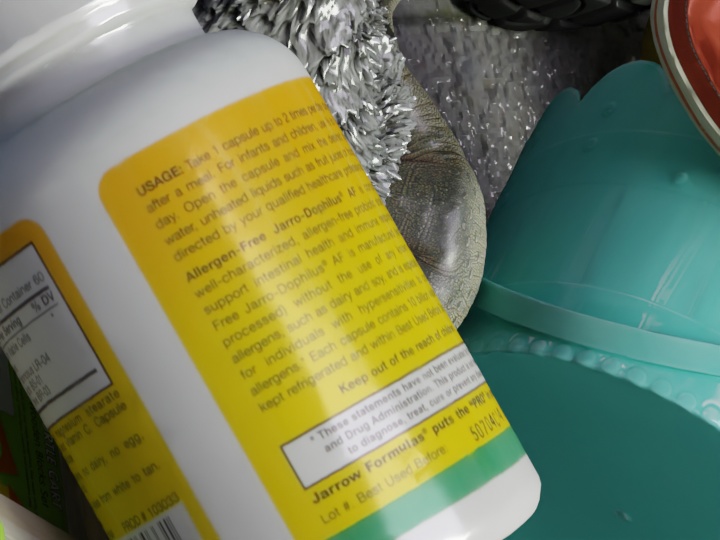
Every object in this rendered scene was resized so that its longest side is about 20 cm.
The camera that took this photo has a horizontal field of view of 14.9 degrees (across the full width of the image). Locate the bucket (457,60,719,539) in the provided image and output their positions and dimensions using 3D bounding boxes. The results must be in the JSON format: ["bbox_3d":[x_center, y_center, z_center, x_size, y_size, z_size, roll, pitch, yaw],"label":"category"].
[{"bbox_3d":[0.120,0.038,0.996,0.207,0.207,0.135,49,55,-27],"label":"bucket"}]

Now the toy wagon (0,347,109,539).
[{"bbox_3d":[-0.091,0.048,0.814,0.200,0.040,0.155,38,30,-43],"label":"toy wagon"}]

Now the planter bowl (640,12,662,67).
[{"bbox_3d":[0.175,-0.091,1.136,0.200,0.083,0.201,-32,140,-32],"label":"planter bowl"}]

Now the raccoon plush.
[{"bbox_3d":[-0.015,-0.053,0.838,0.097,0.134,0.200,-11,64,-13],"label":"raccoon plush"}]

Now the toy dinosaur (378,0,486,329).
[{"bbox_3d":[0.000,0.000,0.930,0.102,0.077,0.200,17,58,2],"label":"toy dinosaur"}]

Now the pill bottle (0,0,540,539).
[{"bbox_3d":[-0.044,0.005,0.764,0.113,0.113,0.200,-28,86,-46],"label":"pill bottle"}]

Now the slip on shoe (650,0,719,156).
[{"bbox_3d":[0.179,-0.038,0.903,0.074,0.061,0.200,-39,76,-24],"label":"slip on shoe"}]

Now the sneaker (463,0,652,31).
[{"bbox_3d":[0.047,-0.147,1.050,0.200,0.075,0.079,18,66,-43],"label":"sneaker"}]
